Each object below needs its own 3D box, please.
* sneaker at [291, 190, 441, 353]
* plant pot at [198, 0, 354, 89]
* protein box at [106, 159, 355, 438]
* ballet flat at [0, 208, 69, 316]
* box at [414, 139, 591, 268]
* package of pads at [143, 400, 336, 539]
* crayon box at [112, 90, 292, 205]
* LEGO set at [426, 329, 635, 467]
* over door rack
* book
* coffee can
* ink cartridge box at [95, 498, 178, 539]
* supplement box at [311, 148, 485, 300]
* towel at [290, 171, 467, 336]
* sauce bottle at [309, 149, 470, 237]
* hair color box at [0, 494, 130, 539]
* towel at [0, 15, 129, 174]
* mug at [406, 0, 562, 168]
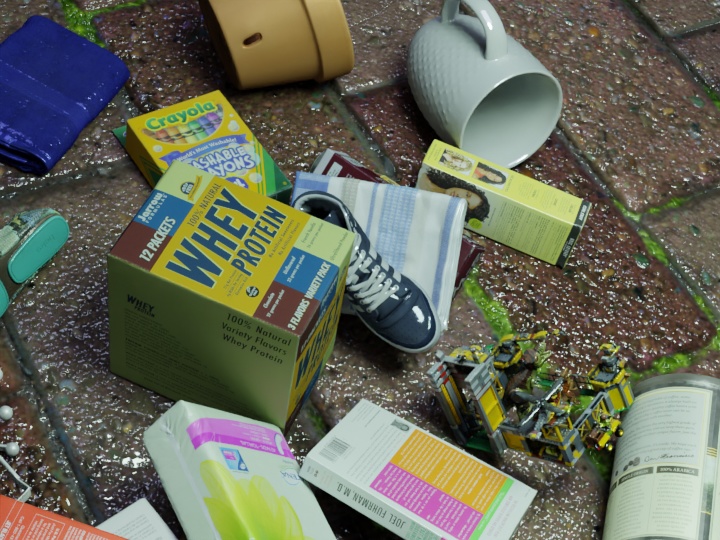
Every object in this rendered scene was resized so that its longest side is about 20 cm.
[{"bbox_3d":[0.000,0.000,1.323,0.070,0.108,0.200,-41,74,3],"label":"sneaker"},{"bbox_3d":[-0.111,-0.309,1.584,0.139,0.201,0.201,-23,58,-9],"label":"plant pot"},{"bbox_3d":[-0.129,0.034,1.279,0.198,0.201,0.135,23,53,8],"label":"protein box"},{"bbox_3d":[-0.384,0.006,1.347,0.074,0.074,0.200,31,50,13],"label":"ballet flat"},{"bbox_3d":[0.162,-0.078,1.526,0.199,0.076,0.050,22,48,6],"label":"box"},{"bbox_3d":[-0.097,0.222,1.183,0.154,0.068,0.201,27,27,-55],"label":"package of pads"},{"bbox_3d":[-0.184,-0.130,1.502,0.125,0.052,0.200,-23,60,-28],"label":"crayon box"},{"bbox_3d":[0.165,0.105,1.304,0.154,0.116,0.199,-40,32,-25],"label":"LEGO set"},{"bbox_3d":[-0.332,0.161,1.173,0.066,0.148,0.200,-26,61,-23],"label":"over door rack"},{"bbox_3d":[0.056,0.208,1.257,0.199,0.048,0.134,30,27,13],"label":"book"},{"bbox_3d":[0.313,0.223,1.270,0.145,0.147,0.201,18,50,2],"label":"coffee can"},{"bbox_3d":[-0.188,0.321,1.117,0.146,0.083,0.200,-29,63,-29],"label":"ink cartridge box"},{"bbox_3d":[0.024,-0.035,1.432,0.200,0.109,0.061,36,10,16],"label":"supplement box"},{"bbox_3d":[0.010,-0.021,1.392,0.199,0.024,0.148,11,92,17],"label":"towel"},{"bbox_3d":[0.030,-0.069,1.494,0.199,0.065,0.065,33,52,13],"label":"sauce bottle"},{"bbox_3d":[-0.206,0.258,1.044,0.199,0.102,0.061,17,51,4],"label":"hair color box"},{"bbox_3d":[-0.376,-0.203,1.524,0.147,0.050,0.200,29,50,2],"label":"towel"},{"bbox_3d":[0.136,-0.246,1.574,0.147,0.201,0.176,-24,50,-17],"label":"mug"}]
